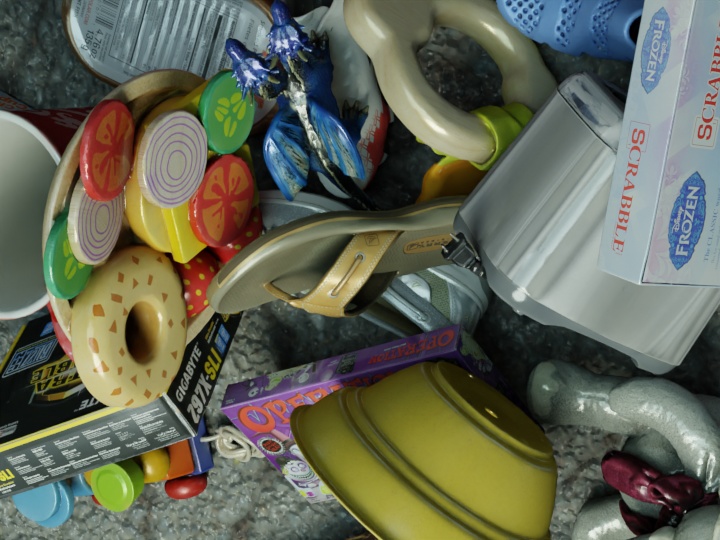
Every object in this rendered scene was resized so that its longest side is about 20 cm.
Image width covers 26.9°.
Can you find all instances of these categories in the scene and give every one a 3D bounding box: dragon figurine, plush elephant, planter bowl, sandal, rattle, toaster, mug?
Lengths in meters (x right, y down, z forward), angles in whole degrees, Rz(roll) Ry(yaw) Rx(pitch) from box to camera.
[{"bbox_3d":[-0.029,-0.084,0.947,0.058,0.100,0.201,-15,121,13],"label":"dragon figurine"},{"bbox_3d":[0.202,0.159,0.941,0.198,0.155,0.166,-2,120,17],"label":"plush elephant"},{"bbox_3d":[0.060,0.116,0.926,0.200,0.200,0.084,39,101,10],"label":"planter bowl"},{"bbox_3d":[0.000,0.000,0.964,0.198,0.081,0.055,-10,64,-11],"label":"sandal"},{"bbox_3d":[0.023,-0.137,0.990,0.199,0.131,0.143,38,158,-4],"label":"rattle"},{"bbox_3d":[0.173,-0.157,0.923,0.198,0.087,0.080,16,111,21],"label":"sandal"},{"bbox_3d":[0.151,-0.032,0.917,0.199,0.114,0.130,24,111,-32],"label":"toaster"},{"bbox_3d":[-0.194,-0.032,1.044,0.132,0.200,0.180,5,103,23],"label":"mug"}]

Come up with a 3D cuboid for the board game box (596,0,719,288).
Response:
[{"bbox_3d":[0.235,-0.090,0.847,0.041,0.198,0.203,23,106,56],"label":"board game box"}]

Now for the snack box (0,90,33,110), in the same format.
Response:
[{"bbox_3d":[-0.332,-0.101,1.181,0.199,0.037,0.117,29,113,14],"label":"snack box"}]

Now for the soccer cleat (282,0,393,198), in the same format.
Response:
[{"bbox_3d":[-0.023,-0.147,1.005,0.068,0.085,0.203,10,106,34],"label":"soccer cleat"}]

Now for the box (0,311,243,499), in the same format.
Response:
[{"bbox_3d":[-0.187,0.076,1.094,0.198,0.160,0.050,-19,119,26],"label":"box"}]

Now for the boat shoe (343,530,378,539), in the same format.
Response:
[{"bbox_3d":[0.002,0.227,1.101,0.198,0.072,0.073,-14,98,26],"label":"boat shoe"}]

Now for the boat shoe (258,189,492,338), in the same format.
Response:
[{"bbox_3d":[-0.010,0.002,1.040,0.200,0.065,0.075,22,152,11],"label":"boat shoe"}]

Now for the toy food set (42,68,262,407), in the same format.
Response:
[{"bbox_3d":[-0.127,-0.030,0.950,0.048,0.200,0.200,15,130,32],"label":"toy food set"}]

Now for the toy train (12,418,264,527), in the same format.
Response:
[{"bbox_3d":[-0.155,0.142,1.122,0.198,0.116,0.086,-8,100,25],"label":"toy train"}]

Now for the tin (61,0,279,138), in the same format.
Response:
[{"bbox_3d":[-0.126,-0.167,1.077,0.198,0.042,0.113,26,116,15],"label":"tin"}]

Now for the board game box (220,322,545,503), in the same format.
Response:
[{"bbox_3d":[0.014,0.104,1.046,0.198,0.032,0.120,-17,125,32],"label":"board game box"}]
